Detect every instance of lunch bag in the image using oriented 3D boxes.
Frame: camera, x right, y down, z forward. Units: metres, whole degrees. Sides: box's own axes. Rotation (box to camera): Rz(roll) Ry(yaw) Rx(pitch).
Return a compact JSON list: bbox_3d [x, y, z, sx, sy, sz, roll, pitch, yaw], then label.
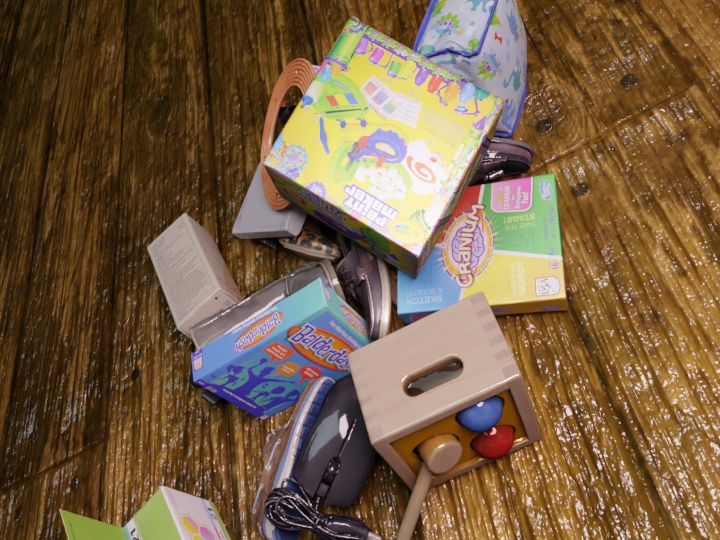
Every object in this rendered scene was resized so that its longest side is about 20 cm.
[{"bbox_3d":[0.168,-0.318,0.926,0.125,0.170,0.204,11,69,33],"label":"lunch bag"}]

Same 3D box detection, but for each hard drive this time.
[{"bbox_3d":[-0.124,-0.114,1.009,0.198,0.026,0.135,2,68,58],"label":"hard drive"}]

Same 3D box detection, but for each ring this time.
[{"bbox_3d":[-0.095,-0.185,0.922,0.199,0.019,0.207,-18,69,60],"label":"ring"}]

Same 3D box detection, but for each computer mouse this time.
[{"bbox_3d":[-0.017,0.209,0.773,0.135,0.053,0.204,21,63,1],"label":"computer mouse"}]

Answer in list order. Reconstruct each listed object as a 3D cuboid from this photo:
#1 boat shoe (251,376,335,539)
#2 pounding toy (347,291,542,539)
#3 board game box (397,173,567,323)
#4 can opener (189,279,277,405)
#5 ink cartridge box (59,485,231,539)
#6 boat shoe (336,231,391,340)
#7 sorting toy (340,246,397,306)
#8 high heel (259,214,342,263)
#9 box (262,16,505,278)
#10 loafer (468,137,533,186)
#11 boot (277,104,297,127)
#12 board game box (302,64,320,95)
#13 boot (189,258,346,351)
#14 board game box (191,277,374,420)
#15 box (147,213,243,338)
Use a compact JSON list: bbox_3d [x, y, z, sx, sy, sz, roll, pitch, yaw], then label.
[{"bbox_3d":[-0.087,0.225,0.827,0.071,0.072,0.204,0,59,41],"label":"boat shoe"},{"bbox_3d":[0.081,0.165,0.697,0.196,0.185,0.144,-25,50,6],"label":"pounding toy"},{"bbox_3d":[0.142,-0.024,0.806,0.194,0.040,0.158,-7,67,20],"label":"board game box"},{"bbox_3d":[-0.179,0.096,0.985,0.202,0.078,0.063,-54,10,-11],"label":"can opener"},{"bbox_3d":[-0.229,0.327,0.771,0.076,0.200,0.148,-44,49,0],"label":"ink cartridge box"},{"bbox_3d":[0.000,0.000,0.859,0.063,0.073,0.205,-1,57,-10],"label":"boat shoe"},{"bbox_3d":[0.079,-0.052,0.910,0.186,0.036,0.200,-47,48,0],"label":"sorting toy"},{"bbox_3d":[-0.070,-0.090,1.004,0.198,0.071,0.146,17,79,48],"label":"high heel"},{"bbox_3d":[0.027,-0.134,0.761,0.197,0.122,0.196,31,82,9],"label":"box"},{"bbox_3d":[0.129,-0.132,0.886,0.194,0.072,0.065,2,68,9],"label":"loafer"},{"bbox_3d":[-0.032,-0.180,0.978,0.197,0.138,0.079,12,65,45],"label":"boot"},{"bbox_3d":[0.019,-0.224,0.960,0.194,0.041,0.156,4,47,-16],"label":"board game box"},{"bbox_3d":[-0.126,0.056,0.882,0.196,0.074,0.181,-23,5,-17],"label":"boot"},{"bbox_3d":[-0.090,0.107,0.848,0.197,0.152,0.046,-31,50,14],"label":"board game box"},{"bbox_3d":[-0.262,0.012,1.066,0.094,0.078,0.201,-39,49,6],"label":"box"}]
